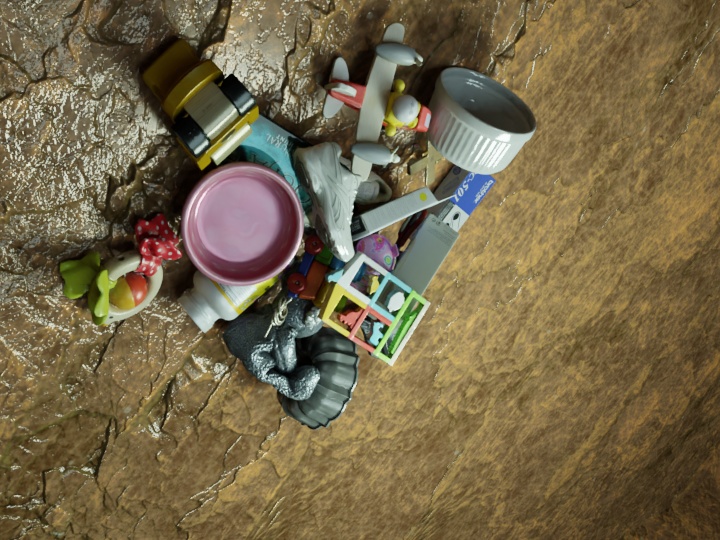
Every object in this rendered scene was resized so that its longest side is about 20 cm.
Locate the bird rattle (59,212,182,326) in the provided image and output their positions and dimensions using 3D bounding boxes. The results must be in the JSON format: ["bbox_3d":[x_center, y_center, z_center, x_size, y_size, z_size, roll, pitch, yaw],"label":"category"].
[{"bbox_3d":[-0.372,0.006,1.522,0.199,0.112,0.165,-38,154,-31],"label":"bird rattle"}]

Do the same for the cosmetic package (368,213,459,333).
[{"bbox_3d":[0.094,0.006,1.757,0.201,0.071,0.105,-56,180,-22],"label":"cosmetic package"}]

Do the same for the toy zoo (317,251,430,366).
[{"bbox_3d":[0.014,0.059,1.626,0.199,0.020,0.133,34,87,-29],"label":"toy zoo"}]

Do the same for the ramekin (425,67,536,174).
[{"bbox_3d":[0.207,-0.264,1.724,0.197,0.201,0.106,-4,136,-40],"label":"ramekin"}]

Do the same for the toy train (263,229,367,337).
[{"bbox_3d":[-0.073,0.044,1.636,0.085,0.114,0.203,132,-19,-85],"label":"toy train"}]

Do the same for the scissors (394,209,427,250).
[{"bbox_3d":[0.068,-0.040,1.814,0.014,0.073,0.202,37,72,-18],"label":"scissors"}]

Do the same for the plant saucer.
[{"bbox_3d":[-0.191,-0.078,1.537,0.196,0.051,0.205,-5,111,-14],"label":"plant saucer"}]

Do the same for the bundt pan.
[{"bbox_3d":[-0.094,0.197,1.838,0.075,0.202,0.204,23,106,-37],"label":"bundt pan"}]

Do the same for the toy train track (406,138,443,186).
[{"bbox_3d":[0.155,-0.236,1.826,0.198,0.032,0.116,-31,139,-31],"label":"toy train track"}]

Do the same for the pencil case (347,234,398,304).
[{"bbox_3d":[0.000,0.000,1.764,0.086,0.089,0.200,-22,171,-27],"label":"pencil case"}]

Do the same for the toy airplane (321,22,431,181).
[{"bbox_3d":[0.035,-0.279,1.588,0.198,0.140,0.203,-38,124,-27],"label":"toy airplane"}]

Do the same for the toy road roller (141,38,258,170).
[{"bbox_3d":[-0.237,-0.248,1.408,0.123,0.146,0.200,-42,178,-6],"label":"toy road roller"}]

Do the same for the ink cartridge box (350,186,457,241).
[{"bbox_3d":[0.045,-0.101,1.730,0.198,0.197,0.048,-27,93,-27],"label":"ink cartridge box"}]

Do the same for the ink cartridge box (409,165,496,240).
[{"bbox_3d":[0.180,-0.128,1.927,0.201,0.044,0.094,-53,143,6],"label":"ink cartridge box"}]

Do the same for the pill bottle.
[{"bbox_3d":[-0.213,0.012,1.635,0.199,0.104,0.105,-41,141,-7],"label":"pill bottle"}]

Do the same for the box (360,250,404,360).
[{"bbox_3d":[0.056,0.071,1.891,0.201,0.049,0.160,75,38,-63],"label":"box"}]

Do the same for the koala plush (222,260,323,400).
[{"bbox_3d":[-0.129,0.093,1.736,0.183,0.178,0.201,32,103,-40],"label":"koala plush"}]

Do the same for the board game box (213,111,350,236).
[{"bbox_3d":[-0.131,-0.158,1.573,0.198,0.028,0.136,28,103,-28],"label":"board game box"}]

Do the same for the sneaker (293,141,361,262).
[{"bbox_3d":[-0.034,-0.115,1.557,0.098,0.078,0.203,-24,110,-18],"label":"sneaker"}]

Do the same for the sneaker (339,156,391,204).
[{"bbox_3d":[-0.023,-0.162,1.666,0.198,0.099,0.076,8,106,-47],"label":"sneaker"}]
